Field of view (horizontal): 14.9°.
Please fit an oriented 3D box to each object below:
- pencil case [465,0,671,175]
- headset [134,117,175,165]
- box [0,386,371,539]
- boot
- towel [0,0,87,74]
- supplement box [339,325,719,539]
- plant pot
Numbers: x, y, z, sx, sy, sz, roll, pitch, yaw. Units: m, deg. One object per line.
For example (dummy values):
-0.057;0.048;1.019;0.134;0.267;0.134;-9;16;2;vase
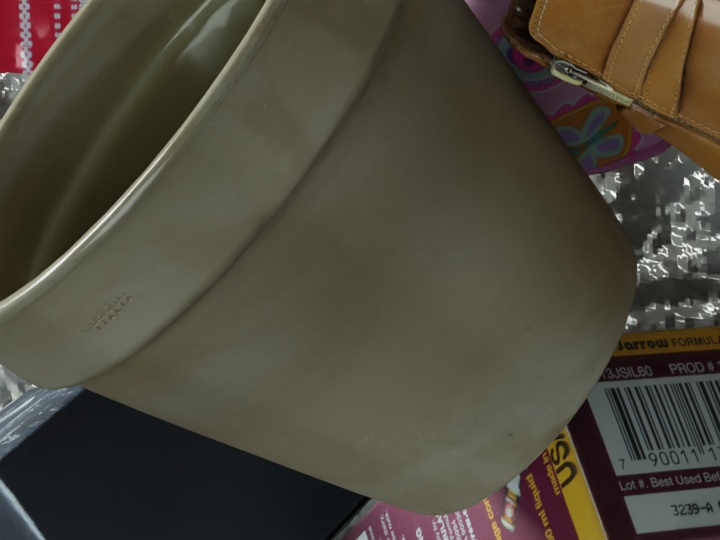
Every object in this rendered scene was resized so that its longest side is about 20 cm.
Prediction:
0.063;-0.129;0.938;0.087;0.087;0.201;9;121;25;pencil case
0.000;0.000;1.018;0.123;0.094;0.200;0;133;56;headset
-0.121;0.115;1.100;0.200;0.197;0.118;-32;97;37;box
0.117;-0.049;0.897;0.155;0.077;0.200;17;165;-1;boot
-0.065;-0.127;0.987;0.199;0.023;0.145;2;125;-6;towel
0.072;0.107;1.007;0.200;0.110;0.086;-51;50;48;supplement box
-0.011;-0.015;0.884;0.173;0.200;0.200;38;130;-19;plant pot
